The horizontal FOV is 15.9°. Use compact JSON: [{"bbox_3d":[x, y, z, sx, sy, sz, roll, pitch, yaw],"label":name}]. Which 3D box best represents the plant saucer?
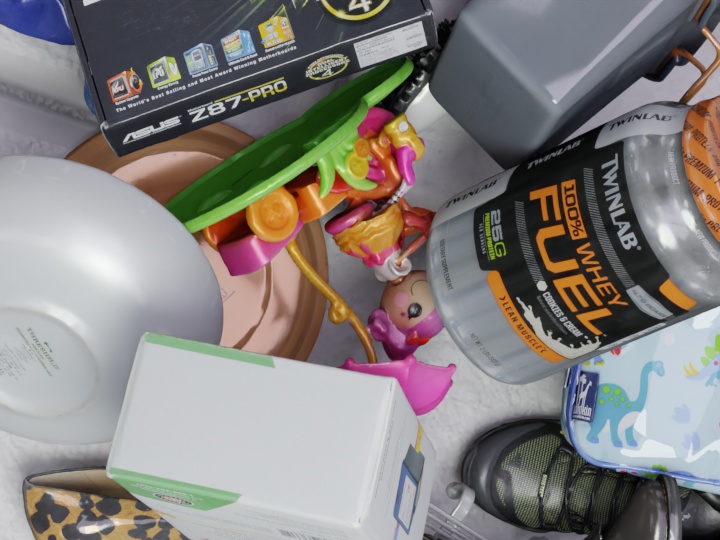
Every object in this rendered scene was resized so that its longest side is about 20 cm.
[{"bbox_3d":[-0.113,0.004,1.590,0.199,0.032,0.202,0,91,-19],"label":"plant saucer"}]

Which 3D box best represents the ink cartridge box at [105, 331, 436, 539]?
[{"bbox_3d":[-0.044,0.108,1.438,0.144,0.200,0.088,10,75,12],"label":"ink cartridge box"}]

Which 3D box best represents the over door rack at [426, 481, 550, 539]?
[{"bbox_3d":[0.009,0.214,1.621,0.147,0.067,0.201,33,94,-16],"label":"over door rack"}]

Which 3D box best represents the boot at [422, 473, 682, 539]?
[{"bbox_3d":[0.086,0.187,1.549,0.173,0.069,0.201,20,114,-14],"label":"boot"}]

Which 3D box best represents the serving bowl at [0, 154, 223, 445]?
[{"bbox_3d":[-0.182,0.032,1.483,0.200,0.200,0.066,35,40,-15],"label":"serving bowl"}]

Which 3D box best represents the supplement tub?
[{"bbox_3d":[0.146,-0.020,1.481,0.122,0.199,0.123,30,47,-39],"label":"supplement tub"}]

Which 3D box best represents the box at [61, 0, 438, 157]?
[{"bbox_3d":[-0.072,-0.173,1.474,0.199,0.049,0.162,-19,67,1],"label":"box"}]

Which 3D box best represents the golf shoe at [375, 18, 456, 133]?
[{"bbox_3d":[0.092,-0.132,1.635,0.200,0.078,0.095,-42,103,-12],"label":"golf shoe"}]

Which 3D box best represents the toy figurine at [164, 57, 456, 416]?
[{"bbox_3d":[0.000,0.000,1.544,0.200,0.150,0.185,-39,105,-32],"label":"toy figurine"}]

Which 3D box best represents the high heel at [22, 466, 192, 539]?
[{"bbox_3d":[-0.104,0.112,1.561,0.142,0.071,0.200,41,87,-27],"label":"high heel"}]

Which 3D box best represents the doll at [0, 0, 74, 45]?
[{"bbox_3d":[-0.141,-0.170,1.566,0.199,0.048,0.137,17,105,-20],"label":"doll"}]

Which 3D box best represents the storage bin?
[{"bbox_3d":[0.125,-0.135,1.506,0.134,0.200,0.146,-44,86,-12],"label":"storage bin"}]

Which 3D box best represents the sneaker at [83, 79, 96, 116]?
[{"bbox_3d":[-0.069,-0.134,1.540,0.199,0.077,0.085,-28,134,3],"label":"sneaker"}]

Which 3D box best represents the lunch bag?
[{"bbox_3d":[0.227,0.057,1.586,0.198,0.082,0.162,13,89,3],"label":"lunch bag"}]

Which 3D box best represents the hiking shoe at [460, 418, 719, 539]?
[{"bbox_3d":[0.165,0.141,1.647,0.198,0.101,0.076,12,86,-18],"label":"hiking shoe"}]
